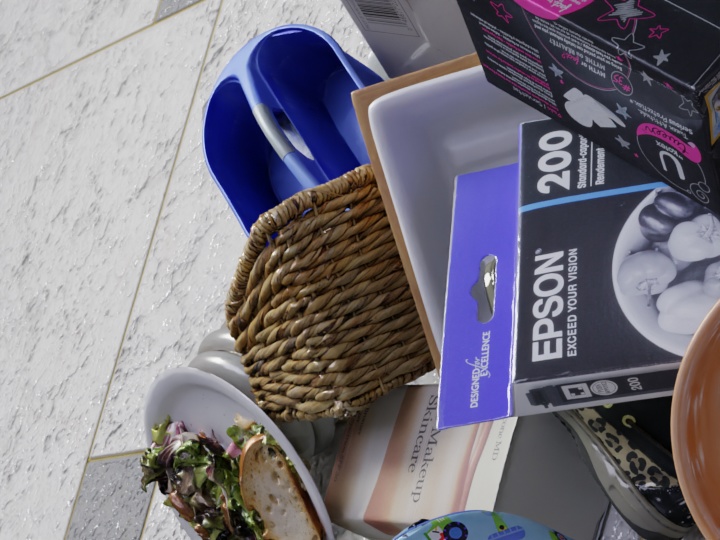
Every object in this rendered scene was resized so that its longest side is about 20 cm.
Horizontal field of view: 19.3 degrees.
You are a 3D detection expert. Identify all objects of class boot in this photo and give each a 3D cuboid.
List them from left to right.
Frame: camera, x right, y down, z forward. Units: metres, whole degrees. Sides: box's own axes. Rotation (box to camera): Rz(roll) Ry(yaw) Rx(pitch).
[{"bbox_3d":[0.177,0.040,1.252,0.154,0.073,0.204,-42,70,27],"label":"boot"}]

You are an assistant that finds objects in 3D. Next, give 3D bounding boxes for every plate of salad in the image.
[{"bbox_3d":[-0.093,0.161,1.485,0.048,0.201,0.200,-33,11,-34],"label":"plate of salad"}]

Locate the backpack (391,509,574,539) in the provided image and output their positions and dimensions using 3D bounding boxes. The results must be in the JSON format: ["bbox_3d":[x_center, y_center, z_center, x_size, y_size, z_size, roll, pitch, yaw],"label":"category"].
[{"bbox_3d":[0.080,0.231,1.192,0.183,0.199,0.135,-46,34,27],"label":"backpack"}]

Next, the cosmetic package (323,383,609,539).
[{"bbox_3d":[0.070,0.134,1.396,0.199,0.087,0.104,-8,61,56],"label":"cosmetic package"}]

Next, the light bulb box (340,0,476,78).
[{"bbox_3d":[0.074,-0.266,1.536,0.124,0.198,0.201,11,66,29],"label":"light bulb box"}]

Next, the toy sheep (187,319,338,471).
[{"bbox_3d":[-0.074,0.098,1.615,0.200,0.138,0.138,-45,17,-33],"label":"toy sheep"}]

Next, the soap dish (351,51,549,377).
[{"bbox_3d":[0.098,-0.043,1.361,0.156,0.201,0.081,-16,7,13],"label":"soap dish"}]

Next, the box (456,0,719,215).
[{"bbox_3d":[0.168,-0.146,1.214,0.132,0.115,0.200,-44,51,-16],"label":"box"}]

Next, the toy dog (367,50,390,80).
[{"bbox_3d":[0.028,-0.126,1.657,0.132,0.096,0.201,13,79,60],"label":"toy dog"}]

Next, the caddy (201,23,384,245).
[{"bbox_3d":[-0.037,-0.089,1.570,0.141,0.105,0.200,-45,54,18],"label":"caddy"}]

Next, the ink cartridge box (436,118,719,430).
[{"bbox_3d":[0.137,-0.009,1.220,0.199,0.043,0.199,-10,48,18],"label":"ink cartridge box"}]

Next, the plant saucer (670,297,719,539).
[{"bbox_3d":[0.260,0.081,1.082,0.199,0.037,0.202,1,92,20],"label":"plant saucer"}]

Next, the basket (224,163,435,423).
[{"bbox_3d":[0.000,0.000,1.464,0.199,0.150,0.142,-27,10,-31],"label":"basket"}]
